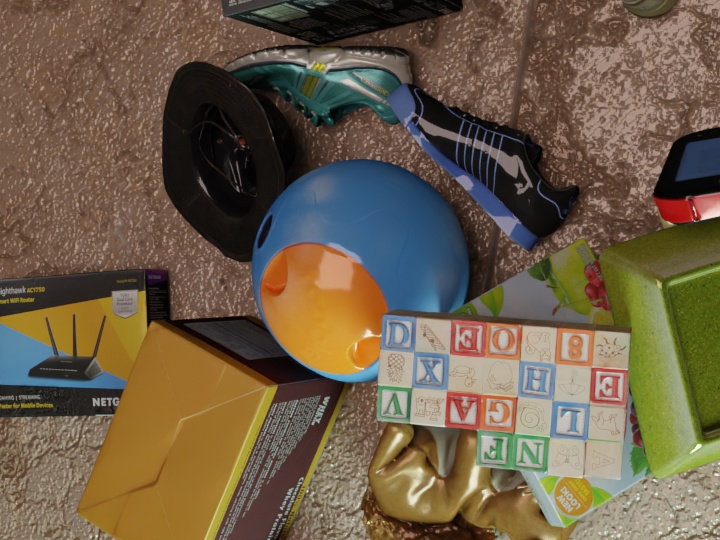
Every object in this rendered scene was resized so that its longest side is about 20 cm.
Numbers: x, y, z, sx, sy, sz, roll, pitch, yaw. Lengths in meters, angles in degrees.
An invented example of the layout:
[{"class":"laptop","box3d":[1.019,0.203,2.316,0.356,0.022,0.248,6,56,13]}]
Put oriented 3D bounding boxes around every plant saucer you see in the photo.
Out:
[{"class":"plant saucer","box3d":[0.315,0.053,1.120,0.198,0.048,0.202,-16,97,-8]}]

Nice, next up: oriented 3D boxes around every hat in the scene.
[{"class":"hat","box3d":[-0.116,-0.116,1.347,0.200,0.081,0.203,25,127,37]}]

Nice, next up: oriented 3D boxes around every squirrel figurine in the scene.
[{"class":"squirrel figurine","box3d":[0.101,0.213,1.255,0.185,0.141,0.202,27,115,11]}]

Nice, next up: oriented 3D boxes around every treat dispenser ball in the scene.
[{"class":"treat dispenser ball","box3d":[0.000,0.000,1.245,0.199,0.200,0.204,0,90,23]}]

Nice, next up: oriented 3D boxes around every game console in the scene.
[{"class":"game console","box3d":[0.332,-0.092,1.106,0.175,0.200,0.031,-13,106,23]}]

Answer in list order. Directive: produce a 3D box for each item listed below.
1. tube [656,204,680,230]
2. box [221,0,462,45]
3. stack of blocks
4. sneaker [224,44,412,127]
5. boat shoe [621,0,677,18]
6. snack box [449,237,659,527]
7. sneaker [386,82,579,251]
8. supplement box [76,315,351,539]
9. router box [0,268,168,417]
[{"class":"tube","box3d":[0.306,0.029,1.163,0.052,0.058,0.202,0,109,45]},{"class":"box","box3d":[-0.016,-0.276,1.252,0.162,0.200,0.087,-10,88,24]},{"class":"stack of blocks","box3d":[0.115,0.097,1.103,0.198,0.059,0.117,4,93,12]},{"class":"sneaker","box3d":[-0.046,-0.180,1.336,0.198,0.077,0.081,6,101,23]},{"class":"boat shoe","box3d":[0.284,-0.319,1.196,0.073,0.063,0.202,25,99,22]},{"class":"snack box","box3d":[0.176,0.095,1.168,0.141,0.053,0.201,-29,86,-9]},{"class":"sneaker","box3d":[0.114,-0.113,1.266,0.200,0.070,0.078,46,102,5]},{"class":"supplement box","box3d":[-0.132,0.162,1.301,0.132,0.200,0.199,26,100,21]},{"class":"router box","box3d":[-0.297,0.079,1.453,0.198,0.051,0.151,-4,87,24]}]
